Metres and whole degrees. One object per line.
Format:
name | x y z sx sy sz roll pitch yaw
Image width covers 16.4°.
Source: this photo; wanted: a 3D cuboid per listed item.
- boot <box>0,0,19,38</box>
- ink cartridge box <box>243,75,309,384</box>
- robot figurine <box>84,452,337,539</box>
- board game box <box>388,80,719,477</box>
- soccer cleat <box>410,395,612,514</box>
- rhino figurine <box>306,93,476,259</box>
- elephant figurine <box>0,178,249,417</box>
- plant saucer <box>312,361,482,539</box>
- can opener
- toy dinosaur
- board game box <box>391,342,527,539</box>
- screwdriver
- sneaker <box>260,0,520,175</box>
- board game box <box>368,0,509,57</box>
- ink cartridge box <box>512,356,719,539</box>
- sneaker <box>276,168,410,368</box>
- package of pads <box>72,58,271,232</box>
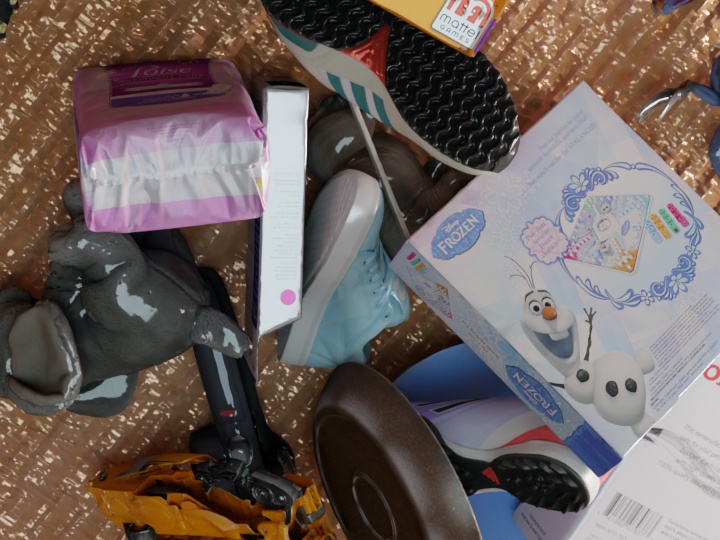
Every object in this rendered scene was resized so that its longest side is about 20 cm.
boot | -0.200 -0.220 1.641 0.203 0.074 0.154 22 111 -8
ink cartridge box | -0.058 -0.029 1.690 0.037 0.095 0.201 3 99 -8
robot figurine | -0.095 0.185 1.757 0.200 0.058 0.145 0 121 35
board game box | 0.154 0.002 1.668 0.199 0.043 0.200 46 58 4
soccer cleat | 0.093 0.114 1.711 0.073 0.200 0.068 -48 127 -31
rhino figurine | 0.040 -0.050 1.727 0.087 0.060 0.200 -41 105 7
elephant figurine | -0.205 0.046 1.716 0.141 0.155 0.200 34 107 -34
plant saucer | 0.020 0.160 1.736 0.032 0.200 0.201 -24 114 -22
can opener | -0.092 0.096 1.775 0.078 0.063 0.201 -11 112 1
toy dinosaur | 0.259 -0.122 1.730 0.105 0.200 0.182 0 92 37
board game box | 0.090 0.134 1.820 0.158 0.039 0.200 -13 114 -6
screwdriver | 0.001 -0.106 1.670 0.029 0.028 0.200 -35 74 35
sneaker | 0.020 -0.133 1.620 0.200 0.093 0.070 37 84 1
board game box | 0.026 -0.289 1.559 0.200 0.200 0.200 28 107 -15
ink cartridge box | 0.228 0.141 1.787 0.145 0.083 0.200 28 101 -25
sneaker | 0.000 0.000 1.715 0.082 0.074 0.200 7 147 -12
package of pads | -0.126 -0.084 1.630 0.120 0.200 0.076 -4 107 -7
